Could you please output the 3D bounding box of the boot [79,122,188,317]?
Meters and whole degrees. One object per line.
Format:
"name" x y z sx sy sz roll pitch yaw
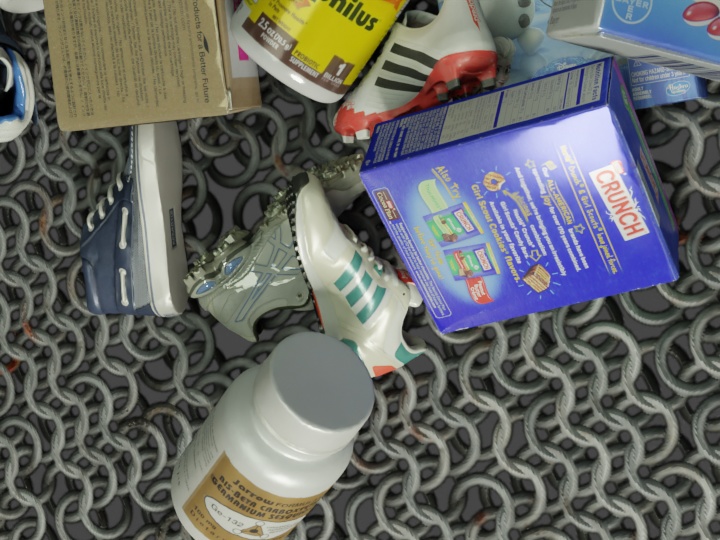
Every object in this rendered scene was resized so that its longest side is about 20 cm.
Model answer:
"boot" -0.209 -0.057 1.276 0.089 0.073 0.202 -2 94 14

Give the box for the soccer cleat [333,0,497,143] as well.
"soccer cleat" 0.040 -0.159 1.143 0.200 0.068 0.086 -25 70 57

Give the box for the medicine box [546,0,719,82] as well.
"medicine box" 0.249 -0.243 1.010 0.180 0.103 0.202 11 94 -13

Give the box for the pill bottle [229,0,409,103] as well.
"pill bottle" -0.007 -0.238 1.108 0.109 0.109 0.201 40 106 15

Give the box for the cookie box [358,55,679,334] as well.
"cookie box" 0.125 -0.053 1.095 0.198 0.076 0.172 -13 125 23

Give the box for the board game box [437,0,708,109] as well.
"board game box" 0.158 -0.219 1.123 0.198 0.043 0.201 -8 94 24

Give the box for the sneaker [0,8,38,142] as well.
"sneaker" -0.340 -0.214 1.283 0.146 0.080 0.202 10 111 58

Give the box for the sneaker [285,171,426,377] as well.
"sneaker" 0.000 0.001 1.169 0.092 0.071 0.201 -16 119 -1

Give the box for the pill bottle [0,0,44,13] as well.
"pill bottle" -0.323 -0.344 1.285 0.114 0.114 0.201 -35 80 21

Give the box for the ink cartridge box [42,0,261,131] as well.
"ink cartridge box" -0.175 -0.223 1.178 0.163 0.075 0.202 -3 97 19

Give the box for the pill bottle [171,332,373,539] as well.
"pill bottle" -0.070 0.141 1.164 0.115 0.114 0.200 50 136 12

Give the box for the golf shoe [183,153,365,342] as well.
"golf shoe" -0.054 -0.018 1.231 0.199 0.078 0.097 -37 102 22
